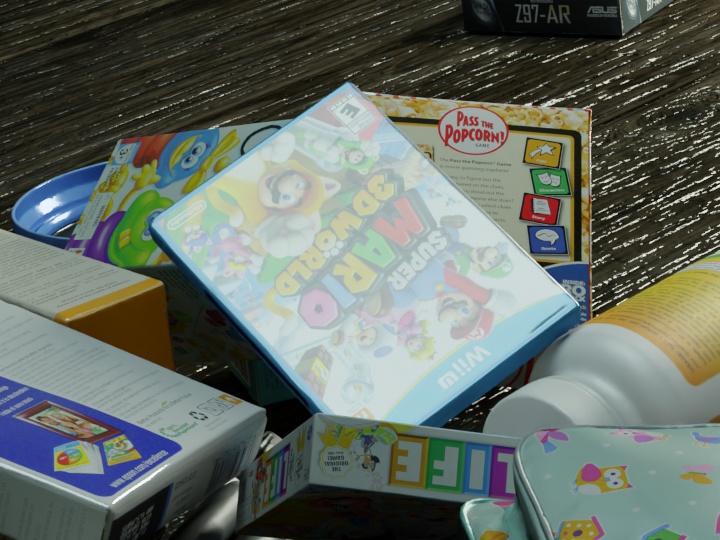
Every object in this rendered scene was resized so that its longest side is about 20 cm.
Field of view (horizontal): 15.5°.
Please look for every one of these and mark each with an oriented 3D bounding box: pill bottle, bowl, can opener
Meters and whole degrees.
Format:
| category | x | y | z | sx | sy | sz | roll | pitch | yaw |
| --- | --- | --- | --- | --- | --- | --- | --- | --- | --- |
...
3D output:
| category | x | y | z | sx | sy | sz | roll | pitch | yaw |
| --- | --- | --- | --- | --- | --- | --- | --- | --- | --- |
| pill bottle | 0.159 | 0.070 | 1.413 | 0.111 | 0.111 | 0.200 | 12 | 26 | 42 |
| bowl | -0.153 | -0.038 | 1.927 | 0.200 | 0.039 | 0.201 | -6 | 20 | 2 |
| can opener | -0.072 | 0.145 | 1.394 | 0.066 | 0.053 | 0.200 | -37 | 5 | 26 |

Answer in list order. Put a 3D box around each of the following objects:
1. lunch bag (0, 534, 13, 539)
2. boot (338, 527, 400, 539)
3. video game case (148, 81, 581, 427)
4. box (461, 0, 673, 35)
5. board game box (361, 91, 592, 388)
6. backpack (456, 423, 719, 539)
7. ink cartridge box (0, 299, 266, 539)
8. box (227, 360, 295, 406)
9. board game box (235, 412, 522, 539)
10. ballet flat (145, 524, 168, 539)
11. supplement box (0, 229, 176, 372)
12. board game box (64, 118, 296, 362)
| category | x | y | z | sx | sy | sz | roll | pitch | yaw |
| --- | --- | --- | --- | --- | --- | --- | --- | --- | --- |
| lunch bag | -0.281 | 0.131 | 1.370 | 0.200 | 0.122 | 0.170 | 3 | 15 | 26 |
| boot | 0.001 | 0.184 | 1.205 | 0.074 | 0.076 | 0.200 | -4 | 21 | 1 |
| video game case | 0.000 | 0.000 | 1.414 | 0.143 | 0.018 | 0.200 | -36 | 60 | -15 |
| box | 0.206 | -0.264 | 2.426 | 0.160 | 0.044 | 0.200 | 4 | 22 | 30 |
| board game box | 0.067 | -0.020 | 1.626 | 0.151 | 0.046 | 0.200 | 5 | 49 | 0 |
| backpack | 0.148 | 0.153 | 1.123 | 0.200 | 0.153 | 0.176 | 4 | 26 | -14 |
| ink cartridge box | -0.173 | 0.071 | 1.314 | 0.200 | 0.047 | 0.198 | 19 | 18 | 15 |
| box | 0.017 | 0.029 | 1.665 | 0.200 | 0.049 | 0.082 | -12 | 21 | -14 |
| board game box | 0.022 | 0.108 | 1.279 | 0.134 | 0.034 | 0.200 | 7 | -13 | -10 |
| ballet flat | -0.180 | 0.123 | 1.457 | 0.200 | 0.068 | 0.062 | 6 | -12 | 27 |
| supplement box | -0.191 | 0.054 | 1.553 | 0.074 | 0.126 | 0.200 | -23 | 26 | -35 |
| board game box | -0.064 | -0.016 | 1.559 | 0.200 | 0.105 | 0.103 | -3 | 54 | 44 |
